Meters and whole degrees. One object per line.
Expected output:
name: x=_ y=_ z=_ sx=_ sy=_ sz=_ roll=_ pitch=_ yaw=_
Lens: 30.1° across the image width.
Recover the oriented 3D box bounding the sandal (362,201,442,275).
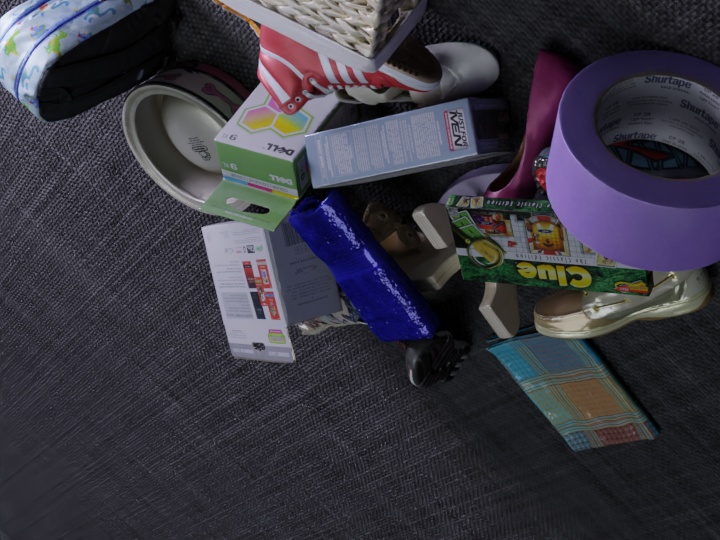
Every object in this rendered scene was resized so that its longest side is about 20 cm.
sandal: x=0.007 y=-0.051 z=1.605 sx=0.210 sy=0.078 sz=0.070 roll=18 pitch=143 yaw=34

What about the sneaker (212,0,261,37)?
sneaker: x=-0.102 y=-0.302 z=1.428 sx=0.200 sy=0.079 sz=0.077 roll=41 pitch=131 yaw=-12

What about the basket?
basket: x=-0.034 y=-0.309 z=1.305 sx=0.198 sy=0.136 sz=0.124 roll=28 pitch=140 yaw=10

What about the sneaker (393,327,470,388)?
sneaker: x=0.060 y=0.085 z=1.658 sx=0.115 sy=0.076 sz=0.200 roll=36 pitch=-178 yaw=17

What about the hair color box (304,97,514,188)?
hair color box: x=0.051 y=-0.134 z=1.413 sx=0.198 sy=0.099 sz=0.062 roll=-9 pitch=92 yaw=30

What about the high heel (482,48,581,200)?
high heel: x=0.155 y=-0.127 z=1.353 sx=0.096 sy=0.068 sz=0.200 roll=37 pitch=107 yaw=-14

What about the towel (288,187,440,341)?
towel: x=0.000 y=0.000 z=1.521 sx=0.201 sy=0.049 sz=0.148 roll=51 pitch=167 yaw=-8

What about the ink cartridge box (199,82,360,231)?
ink cartridge box: x=-0.092 y=-0.141 z=1.480 sx=0.103 sy=0.201 sz=0.060 roll=17 pitch=141 yaw=23

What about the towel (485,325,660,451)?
towel: x=0.261 y=0.145 z=1.659 sx=0.200 sy=0.022 sz=0.146 roll=49 pitch=143 yaw=-17

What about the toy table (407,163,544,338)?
toy table: x=0.140 y=-0.031 z=1.482 sx=0.184 sy=0.117 sz=0.199 roll=45 pitch=145 yaw=-12

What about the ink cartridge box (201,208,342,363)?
ink cartridge box: x=-0.109 y=0.018 z=1.671 sx=0.199 sy=0.083 sz=0.178 roll=0 pitch=103 yaw=62

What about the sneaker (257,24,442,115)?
sneaker: x=-0.017 y=-0.201 z=1.381 sx=0.198 sy=0.071 sz=0.113 roll=25 pitch=126 yaw=11

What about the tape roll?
tape roll: x=0.271 y=-0.102 z=1.219 sx=0.198 sy=0.201 sz=0.086 roll=24 pitch=142 yaw=16

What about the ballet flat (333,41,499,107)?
ballet flat: x=0.053 y=-0.197 z=1.412 sx=0.198 sy=0.070 sz=0.070 roll=5 pitch=134 yaw=36

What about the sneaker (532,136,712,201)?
sneaker: x=0.268 y=-0.092 z=1.317 sx=0.197 sy=0.096 sz=0.080 roll=14 pitch=143 yaw=6

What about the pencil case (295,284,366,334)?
pencil case: x=-0.020 y=0.036 z=1.698 sx=0.077 sy=0.091 sz=0.199 roll=16 pitch=165 yaw=-29

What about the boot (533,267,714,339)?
boot: x=0.258 y=-0.013 z=1.419 sx=0.198 sy=0.072 sz=0.156 roll=-14 pitch=122 yaw=25

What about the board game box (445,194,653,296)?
board game box: x=0.188 y=-0.025 z=1.335 sx=0.197 sy=0.024 sz=0.105 roll=5 pitch=138 yaw=24

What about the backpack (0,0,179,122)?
backpack: x=-0.324 y=-0.256 z=1.547 sx=0.153 sy=0.201 sz=0.164 roll=34 pitch=145 yaw=4

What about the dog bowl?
dog bowl: x=-0.193 y=-0.167 z=1.646 sx=0.198 sy=0.074 sz=0.202 roll=22 pitch=142 yaw=18
